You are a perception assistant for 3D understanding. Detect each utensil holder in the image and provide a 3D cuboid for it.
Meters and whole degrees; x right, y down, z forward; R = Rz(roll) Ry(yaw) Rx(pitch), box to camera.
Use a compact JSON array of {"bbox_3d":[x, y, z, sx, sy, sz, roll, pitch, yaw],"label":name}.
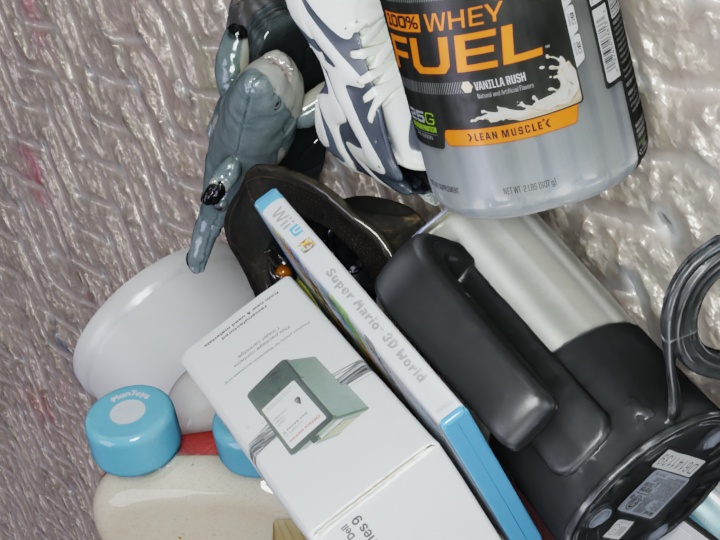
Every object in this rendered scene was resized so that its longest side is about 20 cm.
[{"bbox_3d":[-0.104,0.104,1.469,0.200,0.170,0.170,48,150,22],"label":"utensil holder"}]

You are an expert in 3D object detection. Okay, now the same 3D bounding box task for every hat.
[{"bbox_3d":[0.000,0.000,1.190,0.201,0.081,0.201,40,148,32],"label":"hat"}]

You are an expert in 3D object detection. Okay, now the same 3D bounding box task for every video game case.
[{"bbox_3d":[0.020,0.055,1.001,0.200,0.018,0.143,49,173,41],"label":"video game case"}]

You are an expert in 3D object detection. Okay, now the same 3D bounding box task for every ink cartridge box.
[{"bbox_3d":[-0.002,0.116,1.019,0.146,0.084,0.200,57,173,-36],"label":"ink cartridge box"}]

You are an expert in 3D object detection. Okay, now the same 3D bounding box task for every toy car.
[{"bbox_3d":[-0.081,0.123,1.302,0.176,0.200,0.185,-1,127,16],"label":"toy car"}]

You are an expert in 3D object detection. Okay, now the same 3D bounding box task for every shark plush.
[{"bbox_3d":[-0.092,-0.078,1.233,0.091,0.083,0.200,35,130,-10],"label":"shark plush"}]

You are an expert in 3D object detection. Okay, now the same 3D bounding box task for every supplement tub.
[{"bbox_3d":[0.073,-0.139,0.964,0.122,0.122,0.201,17,129,56],"label":"supplement tub"}]

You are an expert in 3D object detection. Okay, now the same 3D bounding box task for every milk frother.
[{"bbox_3d":[0.129,0.019,0.988,0.188,0.200,0.181,51,179,31],"label":"milk frother"}]

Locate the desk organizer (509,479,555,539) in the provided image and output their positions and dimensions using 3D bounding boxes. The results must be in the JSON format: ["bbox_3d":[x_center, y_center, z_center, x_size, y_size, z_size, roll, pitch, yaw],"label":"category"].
[{"bbox_3d":[0.122,0.116,1.172,0.077,0.072,0.201,11,123,61],"label":"desk organizer"}]

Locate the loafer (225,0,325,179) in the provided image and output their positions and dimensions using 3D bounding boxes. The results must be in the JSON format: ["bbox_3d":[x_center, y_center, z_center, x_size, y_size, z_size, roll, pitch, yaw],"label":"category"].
[{"bbox_3d":[-0.067,-0.114,1.315,0.072,0.073,0.200,52,144,39],"label":"loafer"}]

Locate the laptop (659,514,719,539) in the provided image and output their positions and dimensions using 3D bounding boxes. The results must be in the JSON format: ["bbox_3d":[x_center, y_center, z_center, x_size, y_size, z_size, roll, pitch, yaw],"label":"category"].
[{"bbox_3d":[0.103,0.218,1.036,0.187,0.116,0.201,-144,66,-67],"label":"laptop"}]

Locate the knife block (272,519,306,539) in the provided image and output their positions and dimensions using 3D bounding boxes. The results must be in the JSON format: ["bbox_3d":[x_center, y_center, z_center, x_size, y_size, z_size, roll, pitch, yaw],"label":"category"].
[{"bbox_3d":[-0.019,0.247,1.147,0.176,0.064,0.200,-101,14,-55],"label":"knife block"}]

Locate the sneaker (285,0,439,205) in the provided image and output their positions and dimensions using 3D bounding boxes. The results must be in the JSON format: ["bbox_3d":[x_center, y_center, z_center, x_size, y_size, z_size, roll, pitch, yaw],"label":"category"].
[{"bbox_3d":[0.024,-0.120,1.122,0.130,0.079,0.200,40,146,36],"label":"sneaker"}]

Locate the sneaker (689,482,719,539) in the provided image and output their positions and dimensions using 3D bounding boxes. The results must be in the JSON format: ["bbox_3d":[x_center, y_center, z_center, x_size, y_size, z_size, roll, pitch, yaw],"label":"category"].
[{"bbox_3d":[0.191,0.220,1.065,0.079,0.130,0.200,-15,102,53],"label":"sneaker"}]
